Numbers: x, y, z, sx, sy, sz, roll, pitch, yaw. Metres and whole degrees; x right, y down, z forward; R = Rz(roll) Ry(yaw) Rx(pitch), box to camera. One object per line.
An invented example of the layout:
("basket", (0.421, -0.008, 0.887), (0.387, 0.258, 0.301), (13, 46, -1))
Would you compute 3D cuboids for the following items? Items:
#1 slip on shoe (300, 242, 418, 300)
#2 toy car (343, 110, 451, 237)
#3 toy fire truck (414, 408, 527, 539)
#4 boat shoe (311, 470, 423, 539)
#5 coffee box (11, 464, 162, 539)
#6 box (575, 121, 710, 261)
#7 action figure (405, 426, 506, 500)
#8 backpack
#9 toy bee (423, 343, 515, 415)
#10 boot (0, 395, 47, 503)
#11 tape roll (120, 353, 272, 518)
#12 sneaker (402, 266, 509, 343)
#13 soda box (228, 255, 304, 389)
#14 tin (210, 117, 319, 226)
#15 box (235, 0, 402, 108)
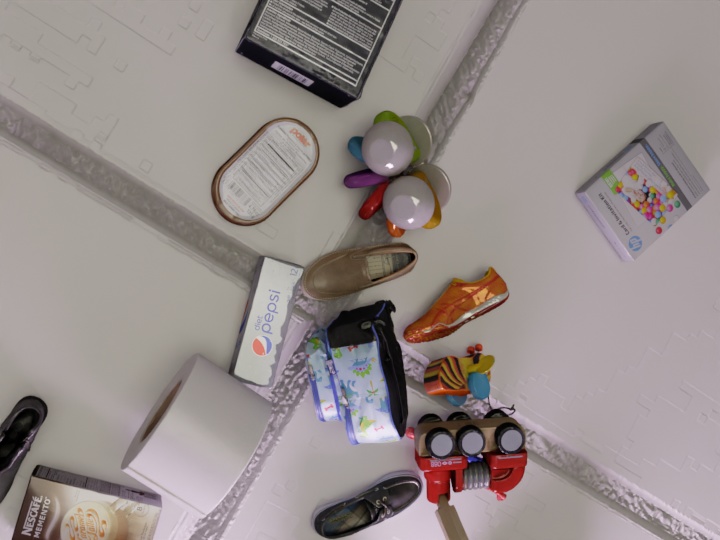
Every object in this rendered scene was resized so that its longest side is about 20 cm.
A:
("slip on shoe", (0.000, 0.000, 1.474), (0.198, 0.061, 0.077), (-11, 94, -13))
("toy car", (0.047, -0.149, 1.449), (0.149, 0.175, 0.202), (-19, 98, 24))
("toy fire truck", (0.180, 0.342, 1.457), (0.174, 0.129, 0.202), (-2, 99, -8))
("boat shoe", (0.017, 0.392, 1.490), (0.198, 0.057, 0.069), (-21, 96, -12))
("coffee box", (-0.413, 0.380, 1.372), (0.198, 0.080, 0.115), (17, 87, -14))
("box", (0.501, -0.140, 1.604), (0.200, 0.041, 0.156), (-40, 100, -9))
("action figure", (0.162, 0.318, 1.529), (0.199, 0.052, 0.066), (32, 79, -8))
("backpack", (-0.002, 0.169, 1.422), (0.146, 0.183, 0.202), (-13, 98, 10))
("toy bee", (0.173, 0.172, 1.510), (0.130, 0.200, 0.110), (-12, 63, 20))
("boot", (-0.527, 0.276, 1.315), (0.069, 0.132, 0.201), (26, 85, -13))
("tape roll", (-0.243, 0.245, 1.349), (0.139, 0.203, 0.204), (35, 83, -13))
("sneaker", (0.152, 0.061, 1.520), (0.199, 0.073, 0.078), (-27, 75, -15))
("soda box", (-0.151, 0.081, 1.437), (0.068, 0.063, 0.202), (15, 88, -15))
("tin", (-0.150, -0.158, 1.447), (0.200, 0.042, 0.112), (-46, 105, -9))
("box", (-0.061, -0.393, 1.417), (0.199, 0.123, 0.200), (26, 86, -15))
